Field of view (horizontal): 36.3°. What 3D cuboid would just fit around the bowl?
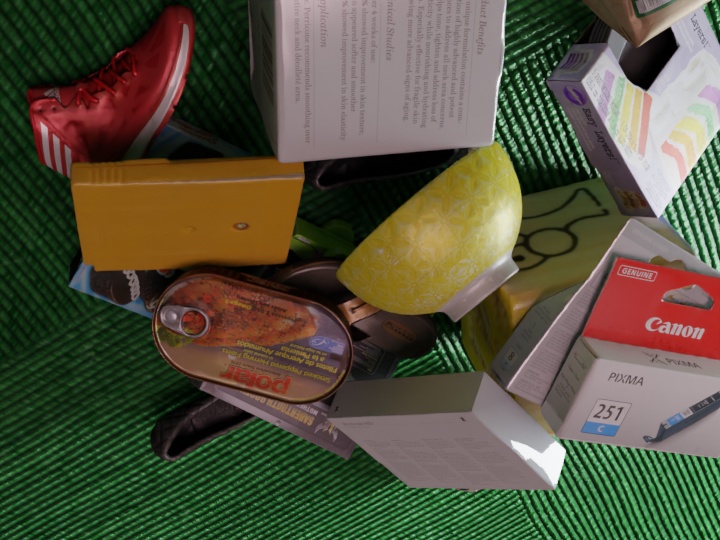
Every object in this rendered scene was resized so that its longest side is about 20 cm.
[{"bbox_3d":[0.086,-0.018,1.036,0.200,0.200,0.108,-41,84,11],"label":"bowl"}]

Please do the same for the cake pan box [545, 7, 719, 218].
[{"bbox_3d":[0.286,-0.185,1.095,0.184,0.052,0.200,-52,125,-21],"label":"cake pan box"}]

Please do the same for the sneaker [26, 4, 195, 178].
[{"bbox_3d":[-0.233,-0.162,0.992,0.115,0.078,0.200,18,114,-27],"label":"sneaker"}]

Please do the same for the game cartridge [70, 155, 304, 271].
[{"bbox_3d":[-0.159,-0.051,1.011,0.199,0.033,0.176,-1,155,-11],"label":"game cartridge"}]

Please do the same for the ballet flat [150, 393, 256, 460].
[{"bbox_3d":[-0.137,0.152,1.211,0.200,0.057,0.067,-30,121,-11],"label":"ballet flat"}]

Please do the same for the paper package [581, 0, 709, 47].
[{"bbox_3d":[0.275,-0.319,0.970,0.200,0.191,0.104,-31,124,6],"label":"paper package"}]

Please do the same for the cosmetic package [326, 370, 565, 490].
[{"bbox_3d":[0.086,0.168,1.129,0.199,0.052,0.151,-10,139,44],"label":"cosmetic package"}]

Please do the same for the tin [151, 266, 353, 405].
[{"bbox_3d":[-0.104,0.064,1.081,0.199,0.042,0.112,16,103,-2],"label":"tin"}]

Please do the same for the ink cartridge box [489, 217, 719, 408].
[{"bbox_3d":[0.244,0.054,1.061,0.160,0.047,0.200,26,105,-28],"label":"ink cartridge box"}]

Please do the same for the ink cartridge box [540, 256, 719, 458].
[{"bbox_3d":[0.293,0.088,1.041,0.199,0.045,0.177,10,116,-23],"label":"ink cartridge box"}]

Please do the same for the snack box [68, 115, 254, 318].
[{"bbox_3d":[-0.194,-0.048,1.097,0.116,0.037,0.200,24,112,-28],"label":"snack box"}]

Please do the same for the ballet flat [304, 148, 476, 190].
[{"bbox_3d":[0.039,-0.115,1.111,0.199,0.057,0.067,-16,125,-6],"label":"ballet flat"}]

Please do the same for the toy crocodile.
[{"bbox_3d":[0.000,0.000,1.166,0.199,0.068,0.062,23,119,-27],"label":"toy crocodile"}]

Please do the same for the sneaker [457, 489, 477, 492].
[{"bbox_3d":[0.149,0.187,1.326,0.085,0.077,0.200,21,113,-21],"label":"sneaker"}]

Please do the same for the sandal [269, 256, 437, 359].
[{"bbox_3d":[-0.002,0.049,1.125,0.200,0.055,0.082,32,120,-28],"label":"sandal"}]

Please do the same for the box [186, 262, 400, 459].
[{"bbox_3d":[-0.061,0.091,1.179,0.200,0.048,0.159,29,87,-27],"label":"box"}]

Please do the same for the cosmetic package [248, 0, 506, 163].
[{"bbox_3d":[0.008,-0.210,0.977,0.199,0.167,0.168,-6,123,-12],"label":"cosmetic package"}]

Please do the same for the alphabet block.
[{"bbox_3d":[0.225,0.037,1.181,0.199,0.196,0.197,-13,122,-7],"label":"alphabet block"}]
